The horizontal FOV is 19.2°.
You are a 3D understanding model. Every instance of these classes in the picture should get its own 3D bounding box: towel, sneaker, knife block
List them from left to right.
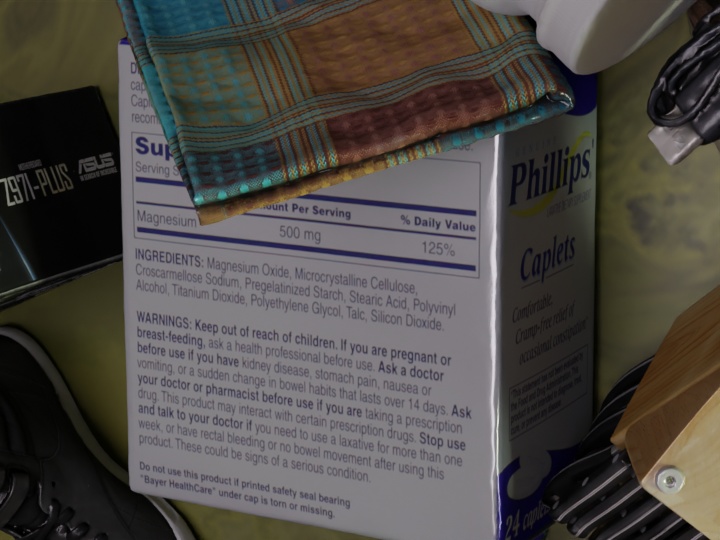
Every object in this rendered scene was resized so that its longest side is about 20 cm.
[{"bbox_3d":[-0.151,0.121,1.012,0.071,0.099,0.200,-43,80,27],"label":"sneaker"},{"bbox_3d":[-0.014,-0.092,0.821,0.146,0.200,0.022,-18,124,-4],"label":"towel"},{"bbox_3d":[0.151,0.039,0.807,0.064,0.176,0.200,37,101,-6],"label":"knife block"}]

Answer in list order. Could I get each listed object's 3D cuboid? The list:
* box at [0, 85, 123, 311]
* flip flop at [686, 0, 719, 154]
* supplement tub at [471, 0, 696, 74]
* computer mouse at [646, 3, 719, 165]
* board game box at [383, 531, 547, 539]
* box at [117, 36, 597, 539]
[{"bbox_3d":[-0.228,-0.005,0.992,0.199,0.164,0.087,-21,90,32],"label":"box"},{"bbox_3d":[0.154,-0.112,0.814,0.081,0.057,0.201,-8,96,30],"label":"flip flop"},{"bbox_3d":[0.052,-0.183,0.760,0.200,0.140,0.140,47,119,13],"label":"supplement tub"},{"bbox_3d":[0.211,-0.034,0.767,0.200,0.053,0.138,43,112,-7],"label":"computer mouse"},{"bbox_3d":[-0.005,0.202,0.916,0.045,0.152,0.201,32,114,20],"label":"board game box"},{"bbox_3d":[0.000,0.000,0.898,0.183,0.105,0.201,7,104,29],"label":"box"}]
